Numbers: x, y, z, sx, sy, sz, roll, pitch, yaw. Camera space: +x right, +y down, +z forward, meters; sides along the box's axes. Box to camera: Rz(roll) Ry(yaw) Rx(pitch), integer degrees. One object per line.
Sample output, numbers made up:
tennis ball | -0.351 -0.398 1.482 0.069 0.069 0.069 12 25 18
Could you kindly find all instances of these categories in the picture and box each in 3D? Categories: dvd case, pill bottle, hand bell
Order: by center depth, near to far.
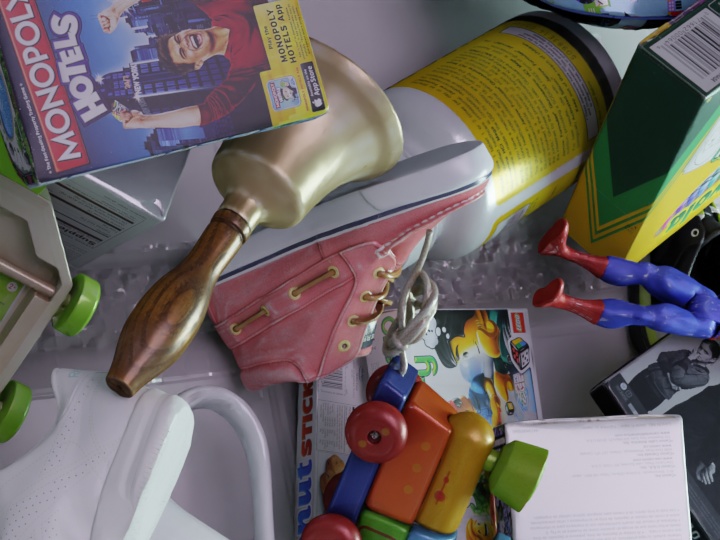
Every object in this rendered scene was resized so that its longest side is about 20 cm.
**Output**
hand bell | -0.069 -0.015 0.989 0.104 0.104 0.200 43 59 -17
pill bottle | 0.065 -0.077 1.216 0.200 0.112 0.113 -32 96 -37
dvd case | 0.257 0.089 1.251 0.200 0.025 0.151 -31 83 -33

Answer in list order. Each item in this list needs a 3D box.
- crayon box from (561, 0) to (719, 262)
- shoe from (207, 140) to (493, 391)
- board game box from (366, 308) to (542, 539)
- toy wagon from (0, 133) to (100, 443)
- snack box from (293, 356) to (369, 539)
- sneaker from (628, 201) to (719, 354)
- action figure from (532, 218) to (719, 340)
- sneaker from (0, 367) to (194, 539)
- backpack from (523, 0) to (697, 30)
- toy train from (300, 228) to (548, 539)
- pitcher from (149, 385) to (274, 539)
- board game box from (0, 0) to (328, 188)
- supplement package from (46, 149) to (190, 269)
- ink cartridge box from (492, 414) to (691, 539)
crayon box | 0.228 -0.109 1.242 0.058 0.173 0.200 41 54 19
shoe | 0.000 0.000 1.107 0.091 0.199 0.071 65 26 -7
board game box | 0.065 0.123 1.187 0.126 0.035 0.201 0 79 -47
toy wagon | -0.208 -0.007 0.982 0.155 0.040 0.200 30 101 -25
snack box | -0.004 0.146 1.158 0.072 0.024 0.201 13 69 -33
sneaker | 0.230 -0.027 1.336 0.071 0.083 0.201 8 72 -33
action figure | 0.216 0.016 1.197 0.199 0.099 0.066 19 62 -19
sneaker | -0.157 0.141 0.944 0.088 0.075 0.201 20 70 12
backpack | 0.147 -0.236 1.253 0.182 0.200 0.135 -7 123 -35
toy train | 0.052 0.090 1.071 0.115 0.201 0.085 23 17 3
pitcher | -0.081 0.172 1.040 0.171 0.121 0.200 -34 86 -32
board game box | -0.139 -0.142 0.928 0.199 0.062 0.201 -15 87 -21
supplement package | -0.164 -0.131 1.073 0.155 0.111 0.201 30 62 -24
ink cartridge box | 0.138 0.188 1.148 0.108 0.050 0.201 -2 81 -8
